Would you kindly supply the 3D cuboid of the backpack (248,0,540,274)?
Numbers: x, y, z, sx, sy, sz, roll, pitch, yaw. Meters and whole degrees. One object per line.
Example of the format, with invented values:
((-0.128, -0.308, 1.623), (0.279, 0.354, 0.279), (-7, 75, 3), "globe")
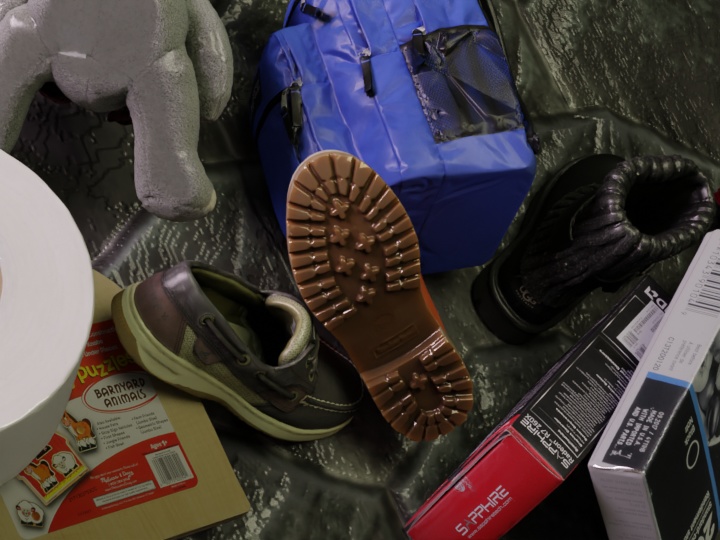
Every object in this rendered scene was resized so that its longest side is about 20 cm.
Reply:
((0.013, -0.117, 1.304), (0.167, 0.163, 0.201), (-5, 65, -20), "backpack")

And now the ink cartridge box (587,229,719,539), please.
((0.213, 0.113, 1.286), (0.199, 0.043, 0.201), (-58, 147, -33), "ink cartridge box")

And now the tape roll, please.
((-0.238, 0.020, 1.032), (0.201, 0.071, 0.203), (9, 53, -13), "tape roll")

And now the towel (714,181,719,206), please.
((0.360, 0.009, 1.554), (0.200, 0.023, 0.145), (35, 14, -17), "towel")

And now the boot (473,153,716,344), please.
((0.179, -0.042, 1.389), (0.079, 0.158, 0.211), (45, 44, -6), "boot")

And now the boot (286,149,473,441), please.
((0.000, 0.000, 1.225), (0.107, 0.075, 0.201), (-114, -179, -57), "boot")

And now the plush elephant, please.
((-0.147, -0.146, 1.210), (0.164, 0.201, 0.155), (9, 12, 4), "plush elephant")

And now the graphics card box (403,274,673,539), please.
((0.121, 0.095, 1.274), (0.051, 0.126, 0.200), (43, 42, 4), "graphics card box")

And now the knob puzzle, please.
((-0.174, 0.070, 1.118), (0.219, 0.030, 0.221), (22, 49, -27), "knob puzzle")

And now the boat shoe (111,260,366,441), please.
((-0.055, 0.045, 1.179), (0.200, 0.066, 0.072), (26, 42, -46), "boat shoe")
